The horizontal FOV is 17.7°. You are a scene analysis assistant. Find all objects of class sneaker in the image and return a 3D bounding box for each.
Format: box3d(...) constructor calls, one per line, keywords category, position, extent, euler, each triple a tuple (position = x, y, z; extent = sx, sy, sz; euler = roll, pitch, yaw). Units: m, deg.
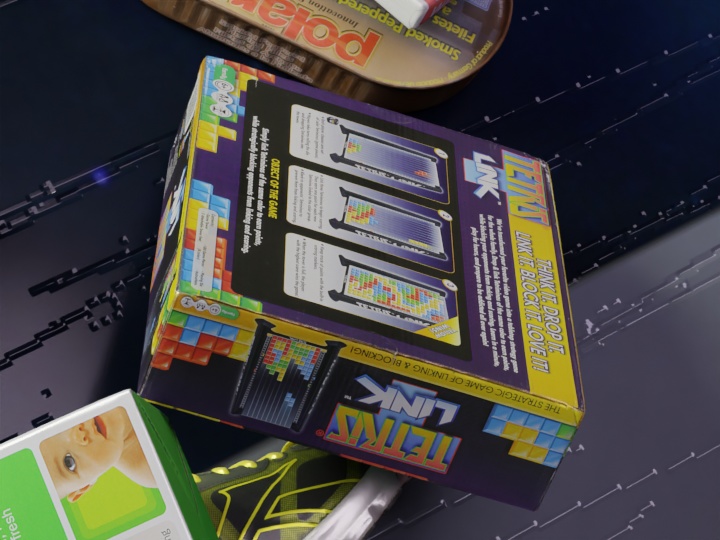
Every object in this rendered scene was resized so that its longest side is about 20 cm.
box3d(category="sneaker", position=(-0.047, 0.103, 0.934), extent=(0.085, 0.074, 0.200), euler=(39, 62, 2))

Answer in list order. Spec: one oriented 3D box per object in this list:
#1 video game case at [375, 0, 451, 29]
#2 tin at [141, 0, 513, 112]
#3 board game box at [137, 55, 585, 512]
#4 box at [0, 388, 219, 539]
box3d(category="video game case", position=(0.028, -0.204, 1.084), extent=(0.143, 0.017, 0.200), euler=(41, 47, 8))
box3d(category="tin", position=(-0.027, -0.145, 1.067), extent=(0.200, 0.042, 0.112), euler=(26, 59, -6))
box3d(category="board game box", position=(0.000, 0.000, 0.949), extent=(0.165, 0.057, 0.200), euler=(18, 30, -10))
box3d(category="box", position=(-0.117, 0.172, 0.837), extent=(0.176, 0.097, 0.200), euler=(-23, 78, -1))
